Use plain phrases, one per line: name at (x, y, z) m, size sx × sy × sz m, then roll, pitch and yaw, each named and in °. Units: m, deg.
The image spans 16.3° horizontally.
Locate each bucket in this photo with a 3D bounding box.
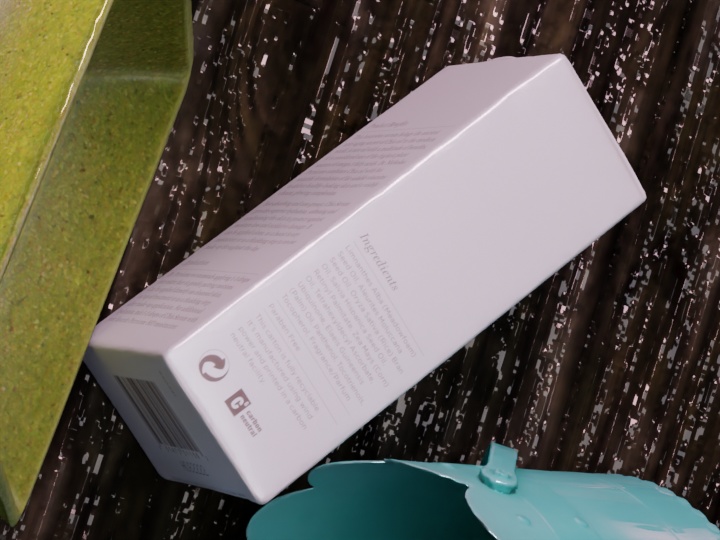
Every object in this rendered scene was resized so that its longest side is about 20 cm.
bucket at (0.049, 0.165, 0.936) m, size 0.135 × 0.207 × 0.207 m, roll 2°, pitch 90°, yaw -41°

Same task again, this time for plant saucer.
plant saucer at (-0.113, -0.032, 0.868) m, size 0.048 × 0.200 × 0.200 m, roll 18°, pitch 70°, yaw 4°

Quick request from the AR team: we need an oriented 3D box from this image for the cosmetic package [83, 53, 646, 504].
cosmetic package at (0.000, 0.000, 0.969) m, size 0.200 × 0.101 × 0.071 m, roll -38°, pitch 106°, yaw -19°
